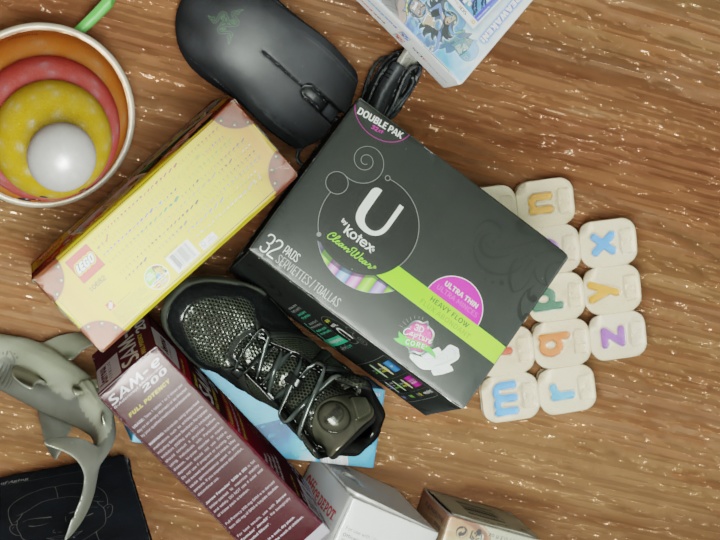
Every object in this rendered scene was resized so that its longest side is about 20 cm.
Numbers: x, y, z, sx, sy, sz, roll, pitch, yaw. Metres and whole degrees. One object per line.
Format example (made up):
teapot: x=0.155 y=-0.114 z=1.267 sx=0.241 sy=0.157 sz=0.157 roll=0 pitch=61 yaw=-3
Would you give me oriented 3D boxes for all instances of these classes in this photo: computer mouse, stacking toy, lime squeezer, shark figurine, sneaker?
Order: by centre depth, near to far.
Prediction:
stacking toy: x=-0.231 y=-0.098 z=1.370 sx=0.146 sy=0.200 sz=0.146 roll=-3 pitch=107 yaw=-12
sneaker: x=-0.056 y=0.075 z=1.395 sx=0.199 sy=0.114 sz=0.076 roll=40 pitch=85 yaw=-27
shark figurine: x=-0.230 y=0.119 z=1.437 sx=0.128 sy=0.214 sz=0.090 roll=-7 pitch=122 yaw=-38
lime squeezer: x=-0.191 y=-0.247 z=1.449 sx=0.070 sy=0.038 sz=0.200 roll=17 pitch=94 yaw=-14
computer mouse: x=-0.056 y=-0.161 z=1.481 sx=0.200 sy=0.053 sz=0.139 roll=34 pitch=90 yaw=-14

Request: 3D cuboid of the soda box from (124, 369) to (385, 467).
soda box: x=-0.086 y=0.112 z=1.504 sx=0.200 sy=0.064 sz=0.068 roll=8 pitch=95 yaw=-13

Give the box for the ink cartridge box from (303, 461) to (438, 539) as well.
ink cartridge box: x=-0.030 y=0.265 z=1.493 sx=0.084 sy=0.145 sz=0.200 roll=25 pitch=92 yaw=-16

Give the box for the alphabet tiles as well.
alphabet tiles: x=0.140 y=0.025 z=1.563 sx=0.195 sy=0.015 sz=0.200 roll=-8 pitch=99 yaw=-5

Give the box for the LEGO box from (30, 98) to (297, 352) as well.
LEGO box: x=-0.153 y=-0.038 z=1.425 sx=0.200 sy=0.149 sz=0.077 roll=-42 pitch=101 yaw=-5

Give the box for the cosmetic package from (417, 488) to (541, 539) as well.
cosmetic package: x=0.070 y=0.294 z=1.542 sx=0.087 sy=0.103 sz=0.200 roll=17 pitch=92 yaw=-13

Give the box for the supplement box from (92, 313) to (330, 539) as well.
supplement box: x=-0.115 y=0.131 z=1.410 sx=0.061 sy=0.109 sz=0.200 roll=-42 pitch=108 yaw=1

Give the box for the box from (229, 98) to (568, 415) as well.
box: x=0.026 y=-0.005 z=1.421 sx=0.200 sy=0.124 sz=0.149 roll=36 pitch=78 yaw=-5

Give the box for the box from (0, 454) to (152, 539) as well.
box: x=-0.254 y=0.243 z=1.408 sx=0.200 sy=0.197 sz=0.124 roll=-10 pitch=109 yaw=-11

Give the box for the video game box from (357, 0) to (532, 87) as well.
video game box: x=0.073 y=-0.280 z=1.486 sx=0.182 sy=0.047 sz=0.200 roll=43 pitch=78 yaw=-12
